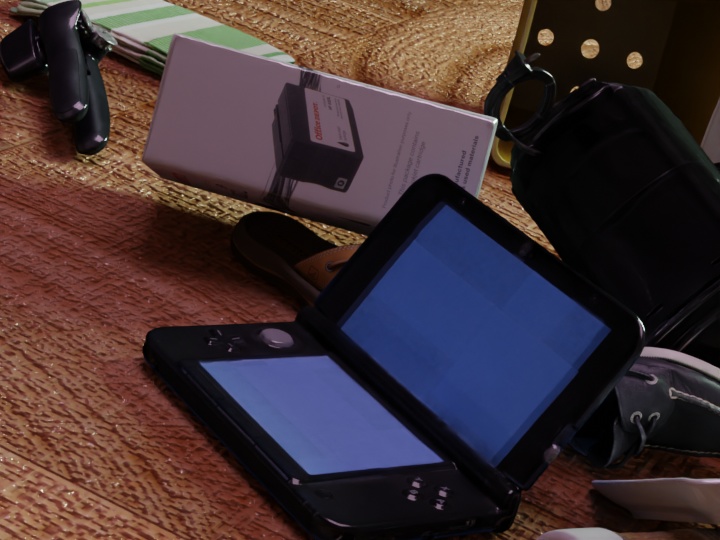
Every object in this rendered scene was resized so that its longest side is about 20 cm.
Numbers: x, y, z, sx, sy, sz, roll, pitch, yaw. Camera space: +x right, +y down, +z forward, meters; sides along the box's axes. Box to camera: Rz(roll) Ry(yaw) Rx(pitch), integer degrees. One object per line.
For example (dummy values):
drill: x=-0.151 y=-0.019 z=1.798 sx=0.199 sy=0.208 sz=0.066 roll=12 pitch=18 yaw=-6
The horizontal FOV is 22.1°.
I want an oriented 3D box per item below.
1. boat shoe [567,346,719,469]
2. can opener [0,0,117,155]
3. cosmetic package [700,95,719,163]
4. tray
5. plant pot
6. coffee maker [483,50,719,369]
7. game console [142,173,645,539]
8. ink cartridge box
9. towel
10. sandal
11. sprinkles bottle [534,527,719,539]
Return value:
boat shoe: x=0.130 y=0.076 z=1.015 sx=0.199 sy=0.075 sz=0.066 roll=22 pitch=49 yaw=-9
can opener: x=-0.204 y=-0.133 z=1.306 sx=0.063 sy=0.079 sz=0.200 roll=50 pitch=5 yaw=-34
cosmetic package: x=0.336 y=-0.010 z=1.232 sx=0.167 sy=0.167 sz=0.200 roll=0 pitch=27 yaw=-36
tray: x=0.186 y=0.112 z=0.901 sx=0.107 sy=0.022 sz=0.200 roll=1 pitch=-7 yaw=-5
plant pot: x=0.211 y=-0.176 z=1.536 sx=0.199 sy=0.201 sz=0.176 roll=13 pitch=10 yaw=-9
coffee maker: x=0.175 y=-0.012 z=1.118 sx=0.192 sy=0.135 sz=0.200 roll=15 pitch=28 yaw=-31
game console: x=0.012 y=0.037 z=0.948 sx=0.170 sy=0.119 sz=0.200 roll=-1 pitch=27 yaw=-37
ink cartridge box: x=-0.027 y=-0.075 z=1.148 sx=0.199 sy=0.084 sz=0.145 roll=15 pitch=-1 yaw=-2
towel: x=-0.166 y=-0.194 z=1.513 sx=0.200 sy=0.023 sz=0.152 roll=23 pitch=22 yaw=19
sandal: x=0.000 y=0.000 z=1.112 sx=0.082 sy=0.055 sz=0.200 roll=-3 pitch=27 yaw=-44
sprinkles bottle: x=0.169 y=0.151 z=0.849 sx=0.200 sy=0.068 sz=0.068 roll=3 pitch=25 yaw=-30
